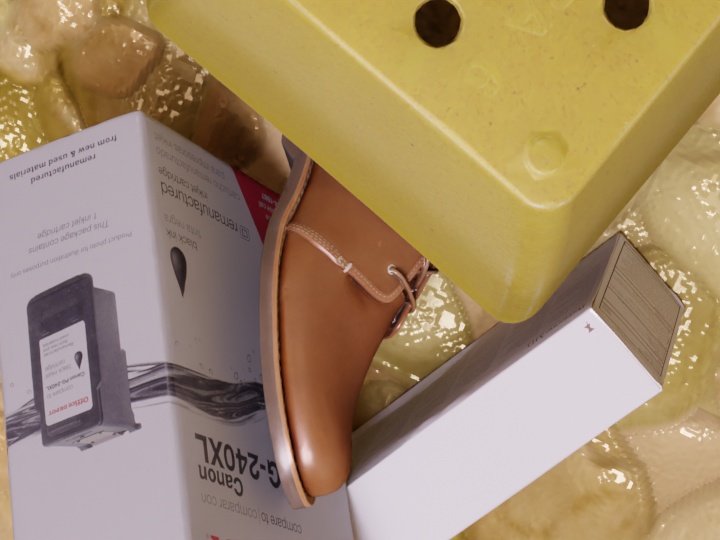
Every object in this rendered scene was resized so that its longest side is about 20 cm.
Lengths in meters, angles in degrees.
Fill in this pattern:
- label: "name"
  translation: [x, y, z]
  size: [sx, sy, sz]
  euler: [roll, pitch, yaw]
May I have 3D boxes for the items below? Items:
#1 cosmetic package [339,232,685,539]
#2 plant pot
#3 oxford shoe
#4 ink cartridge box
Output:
- label: "cosmetic package"
  translation: [0.048, 0.072, 0.847]
  size: [0.200, 0.083, 0.051]
  euler: [-39, 96, 28]
- label: "plant pot"
  translation: [0.049, -0.113, 0.678]
  size: [0.200, 0.176, 0.200]
  euler: [40, 91, -1]
- label: "oxford shoe"
  translation: [0.000, 0.000, 0.783]
  size: [0.071, 0.201, 0.071]
  euler: [2, 154, 12]
- label: "ink cartridge box"
  translation: [-0.074, 0.059, 0.794]
  size: [0.083, 0.145, 0.201]
  euler: [-18, 67, 22]
